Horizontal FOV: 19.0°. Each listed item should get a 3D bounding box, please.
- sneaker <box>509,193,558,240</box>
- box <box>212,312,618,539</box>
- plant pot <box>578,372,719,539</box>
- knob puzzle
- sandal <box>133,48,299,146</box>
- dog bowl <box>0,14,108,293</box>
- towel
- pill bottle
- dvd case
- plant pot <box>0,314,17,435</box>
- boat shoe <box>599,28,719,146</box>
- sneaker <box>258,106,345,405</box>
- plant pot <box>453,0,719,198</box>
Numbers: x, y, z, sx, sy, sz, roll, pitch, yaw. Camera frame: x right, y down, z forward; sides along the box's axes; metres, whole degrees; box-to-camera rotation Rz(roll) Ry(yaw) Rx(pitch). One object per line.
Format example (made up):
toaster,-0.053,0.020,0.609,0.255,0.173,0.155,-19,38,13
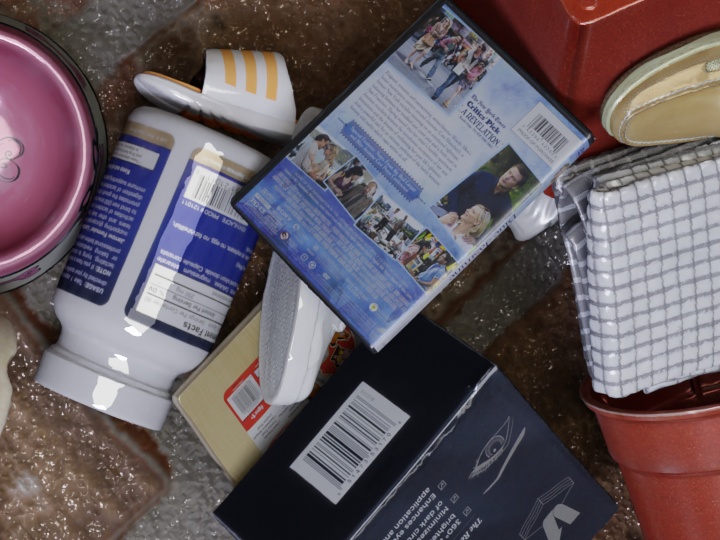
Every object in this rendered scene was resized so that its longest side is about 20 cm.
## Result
sneaker,0.151,-0.123,1.541,0.099,0.078,0.200,41,82,-6
box,0.040,0.164,1.462,0.197,0.117,0.200,-48,133,-7
plant pot,0.275,0.153,1.526,0.200,0.201,0.196,-18,104,-11
knob puzzle,-0.025,0.099,1.513,0.219,0.030,0.221,-4,96,-37
sandal,-0.058,-0.119,1.499,0.206,0.079,0.060,16,87,-21
dog bowl,-0.267,-0.080,1.452,0.199,0.074,0.201,0,91,-12
towel,0.229,-0.016,1.457,0.199,0.086,0.166,-18,117,-16
pill bottle,-0.140,0.000,1.460,0.115,0.116,0.201,24,87,-12
dvd case,0.032,-0.064,1.390,0.200,0.018,0.143,-44,72,-3
plant pot,-0.330,0.070,1.397,0.183,0.200,0.202,17,88,-24
boat shoe,0.256,-0.115,1.391,0.199,0.072,0.076,-20,59,-10
sneaker,0.000,0.000,1.450,0.115,0.074,0.201,13,84,-24
plant pot,0.174,-0.202,1.447,0.199,0.176,0.201,-24,68,-5
